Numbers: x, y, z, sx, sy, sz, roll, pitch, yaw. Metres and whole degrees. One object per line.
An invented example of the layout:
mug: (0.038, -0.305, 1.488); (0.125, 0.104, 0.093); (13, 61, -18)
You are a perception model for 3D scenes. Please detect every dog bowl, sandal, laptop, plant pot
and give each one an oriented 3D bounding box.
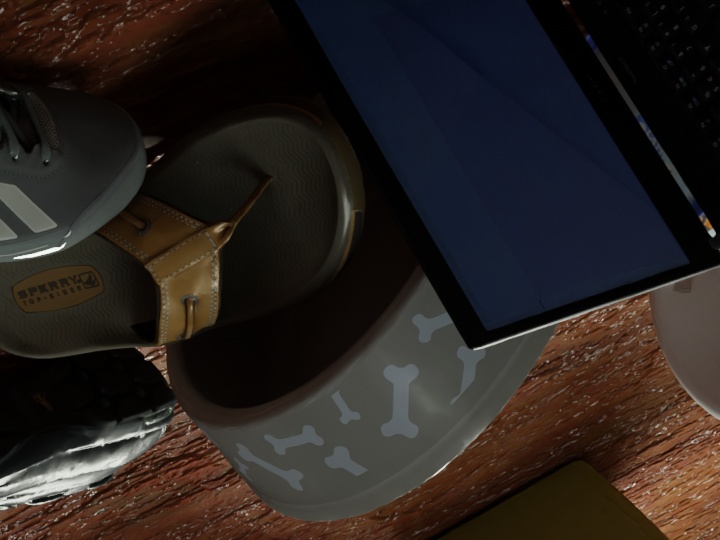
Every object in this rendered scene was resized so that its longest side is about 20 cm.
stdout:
dog bowl: (0.000, 0.000, 1.028); (0.200, 0.200, 0.059); (-39, 123, 21)
sandal: (-0.083, -0.006, 0.985); (0.200, 0.082, 0.055); (-15, -164, 31)
laptop: (0.097, -0.095, 0.946); (0.200, 0.178, 0.103); (-39, 157, 22)
plant pot: (0.140, 0.248, 1.716); (0.200, 0.177, 0.200); (-29, 157, -1)

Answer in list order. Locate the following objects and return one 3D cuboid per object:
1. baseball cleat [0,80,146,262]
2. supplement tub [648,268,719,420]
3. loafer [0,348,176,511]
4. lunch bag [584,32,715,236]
baseball cleat: (-0.149, -0.046, 0.889); (0.200, 0.070, 0.107); (-13, 152, -37)
supplement tub: (0.274, 0.003, 1.407); (0.200, 0.145, 0.145); (-11, 151, -38)
loafer: (-0.168, 0.082, 1.133); (0.200, 0.068, 0.070); (-10, 141, -47)
lunch bag: (0.202, -0.098, 1.151); (0.200, 0.124, 0.170); (-49, 154, 9)
